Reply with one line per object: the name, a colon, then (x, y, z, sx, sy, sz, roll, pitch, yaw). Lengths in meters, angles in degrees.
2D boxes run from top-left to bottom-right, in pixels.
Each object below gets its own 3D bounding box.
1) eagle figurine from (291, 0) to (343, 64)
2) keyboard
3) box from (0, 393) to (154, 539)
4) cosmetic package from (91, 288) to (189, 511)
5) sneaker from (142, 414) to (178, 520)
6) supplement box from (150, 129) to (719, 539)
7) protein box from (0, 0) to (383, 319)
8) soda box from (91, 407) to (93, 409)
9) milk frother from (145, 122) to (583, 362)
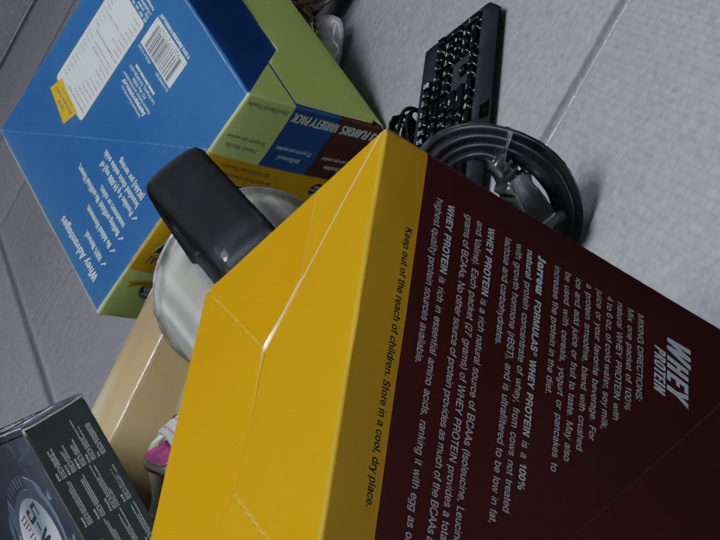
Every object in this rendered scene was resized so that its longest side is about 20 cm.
eagle figurine: (-0.069, -0.225, 1.435, 0.150, 0.152, 0.200, -4, 14, 20)
keyboard: (0.039, -0.080, 1.092, 0.104, 0.039, 0.201, -41, 29, 42)
box: (-0.162, 0.181, 1.050, 0.043, 0.201, 0.160, -31, 5, -31)
cosmetic package: (-0.113, 0.088, 1.156, 0.201, 0.105, 0.071, -65, 22, -2)
sneaker: (-0.083, 0.114, 1.075, 0.201, 0.088, 0.081, -66, 22, -8)
supplement box: (0.040, 0.097, 0.660, 0.133, 0.199, 0.198, -39, 31, 43)
protein box: (-0.127, -0.101, 1.263, 0.200, 0.134, 0.199, -52, 52, 25)
soda box: (-0.181, 0.189, 1.246, 0.068, 0.064, 0.201, -33, 35, 51)
milk frother: (0.000, 0.000, 0.952, 0.199, 0.182, 0.188, -22, 31, -16)
